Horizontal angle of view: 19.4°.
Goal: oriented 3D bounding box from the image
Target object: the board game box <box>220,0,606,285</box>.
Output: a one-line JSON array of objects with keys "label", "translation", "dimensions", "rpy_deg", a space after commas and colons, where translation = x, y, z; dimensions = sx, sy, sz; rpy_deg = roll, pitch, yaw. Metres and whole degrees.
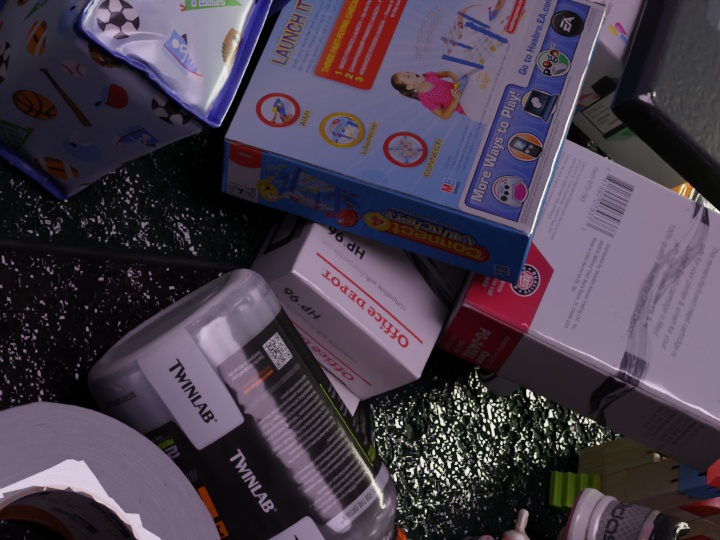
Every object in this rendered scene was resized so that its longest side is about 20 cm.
[{"label": "board game box", "translation": [0.036, -0.110, 1.333], "dimensions": [0.195, 0.056, 0.200], "rpy_deg": [18, 55, 6]}]

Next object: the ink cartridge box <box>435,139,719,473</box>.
[{"label": "ink cartridge box", "translation": [0.172, 0.021, 1.370], "dimensions": [0.200, 0.083, 0.145], "rpy_deg": [26, 63, 0]}]

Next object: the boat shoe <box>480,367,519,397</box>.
[{"label": "boat shoe", "translation": [0.103, -0.010, 1.454], "dimensions": [0.091, 0.071, 0.200], "rpy_deg": [38, 51, -15]}]

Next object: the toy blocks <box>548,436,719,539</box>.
[{"label": "toy blocks", "translation": [0.252, 0.157, 1.466], "dimensions": [0.200, 0.137, 0.100], "rpy_deg": [23, 61, -32]}]

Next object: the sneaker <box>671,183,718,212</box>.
[{"label": "sneaker", "translation": [0.221, -0.015, 1.544], "dimensions": [0.077, 0.078, 0.200], "rpy_deg": [54, 52, -29]}]

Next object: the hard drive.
[{"label": "hard drive", "translation": [0.252, -0.150, 1.463], "dimensions": [0.140, 0.033, 0.200], "rpy_deg": [39, 54, -26]}]

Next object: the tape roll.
[{"label": "tape roll", "translation": [-0.173, 0.175, 1.139], "dimensions": [0.200, 0.066, 0.201], "rpy_deg": [13, 62, -27]}]

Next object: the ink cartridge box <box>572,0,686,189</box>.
[{"label": "ink cartridge box", "translation": [0.191, -0.174, 1.499], "dimensions": [0.200, 0.084, 0.145], "rpy_deg": [40, 54, -24]}]

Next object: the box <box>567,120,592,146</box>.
[{"label": "box", "translation": [0.134, -0.206, 1.552], "dimensions": [0.200, 0.048, 0.158], "rpy_deg": [54, 49, -13]}]

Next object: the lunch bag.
[{"label": "lunch bag", "translation": [-0.130, -0.160, 1.238], "dimensions": [0.124, 0.170, 0.200], "rpy_deg": [37, 54, -28]}]

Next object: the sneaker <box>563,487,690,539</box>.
[{"label": "sneaker", "translation": [0.196, 0.235, 1.399], "dimensions": [0.074, 0.087, 0.200], "rpy_deg": [-45, 128, -46]}]

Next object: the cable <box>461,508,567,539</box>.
[{"label": "cable", "translation": [0.092, 0.250, 1.358], "dimensions": [0.097, 0.050, 0.200], "rpy_deg": [38, 53, -33]}]

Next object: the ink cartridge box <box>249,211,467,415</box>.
[{"label": "ink cartridge box", "translation": [0.000, 0.000, 1.358], "dimensions": [0.116, 0.068, 0.200], "rpy_deg": [40, 54, -20]}]

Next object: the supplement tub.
[{"label": "supplement tub", "translation": [-0.060, 0.111, 1.236], "dimensions": [0.123, 0.122, 0.200], "rpy_deg": [-39, 100, -40]}]
